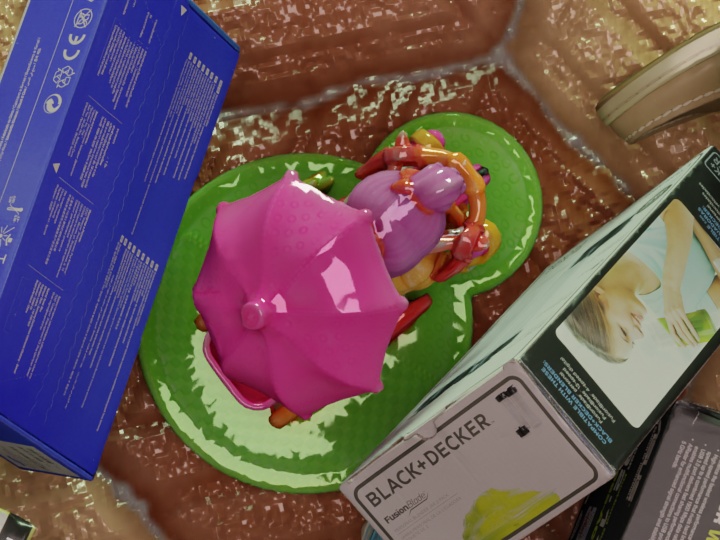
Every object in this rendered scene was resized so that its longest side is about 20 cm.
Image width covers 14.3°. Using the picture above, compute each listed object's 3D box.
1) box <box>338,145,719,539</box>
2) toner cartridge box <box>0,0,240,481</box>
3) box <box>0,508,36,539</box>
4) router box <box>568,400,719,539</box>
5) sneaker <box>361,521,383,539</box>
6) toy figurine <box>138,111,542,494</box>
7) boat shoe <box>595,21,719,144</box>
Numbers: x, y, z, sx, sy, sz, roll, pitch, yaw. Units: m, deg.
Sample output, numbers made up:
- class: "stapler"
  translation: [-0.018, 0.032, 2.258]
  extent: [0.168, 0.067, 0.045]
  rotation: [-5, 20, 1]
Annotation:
- class: "box"
  translation: [0.088, 0.039, 1.176]
  extent: [0.060, 0.200, 0.117]
  rotation: [50, 129, -2]
- class: "toner cartridge box"
  translation: [-0.117, -0.025, 1.172]
  extent: [0.043, 0.095, 0.201]
  rotation: [6, 68, 32]
- class: "box"
  translation: [-0.230, 0.088, 1.112]
  extent: [0.199, 0.050, 0.076]
  rotation: [27, 79, -4]
- class: "router box"
  translation: [0.112, 0.154, 1.208]
  extent: [0.062, 0.150, 0.201]
  rotation: [22, 87, -2]
- class: "sneaker"
  translation: [0.015, 0.178, 1.231]
  extent: [0.078, 0.090, 0.201]
  rotation: [12, 87, -4]
- class: "toy figurine"
  translation: [0.000, 0.000, 1.185]
  extent: [0.200, 0.184, 0.150]
  rotation: [-37, 88, -6]
- class: "boat shoe"
  translation: [0.201, -0.091, 1.260]
  extent: [0.199, 0.071, 0.065]
  rotation: [-22, 89, -5]
